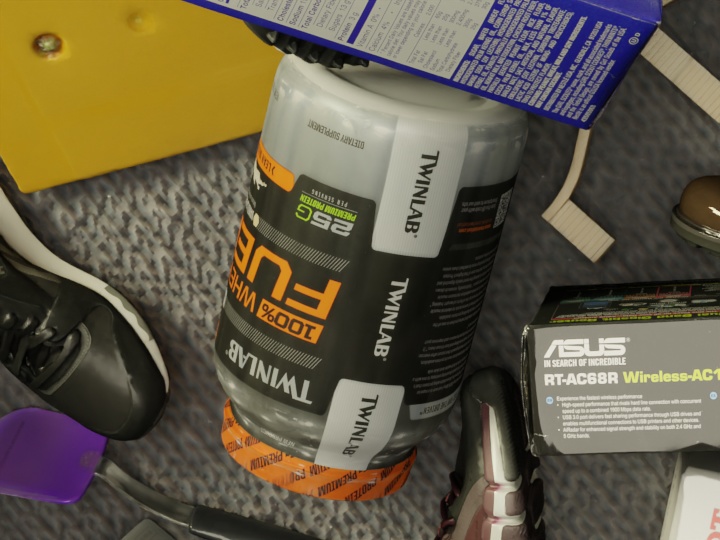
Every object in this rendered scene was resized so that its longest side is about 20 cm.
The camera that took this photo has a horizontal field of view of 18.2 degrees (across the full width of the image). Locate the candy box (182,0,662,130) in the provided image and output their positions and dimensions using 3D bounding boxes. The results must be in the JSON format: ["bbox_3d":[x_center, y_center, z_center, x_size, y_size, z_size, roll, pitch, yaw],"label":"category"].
[{"bbox_3d":[0.020,-0.165,0.938,0.199,0.170,0.077,17,137,-12],"label":"candy box"}]

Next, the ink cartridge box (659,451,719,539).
[{"bbox_3d":[0.236,0.177,1.074,0.199,0.084,0.147,11,97,7],"label":"ink cartridge box"}]

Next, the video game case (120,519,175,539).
[{"bbox_3d":[-0.062,0.215,1.077,0.200,0.182,0.023,40,107,4],"label":"video game case"}]

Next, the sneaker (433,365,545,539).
[{"bbox_3d":[0.033,0.150,1.111,0.115,0.076,0.201,-5,95,13],"label":"sneaker"}]

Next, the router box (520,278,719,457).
[{"bbox_3d":[0.179,0.041,1.038,0.199,0.150,0.062,-3,95,10],"label":"router box"}]

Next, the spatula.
[{"bbox_3d":[-0.100,0.118,1.150,0.199,0.057,0.021,20,141,0],"label":"spatula"}]

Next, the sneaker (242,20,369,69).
[{"bbox_3d":[0.010,-0.145,1.027,0.067,0.200,0.091,-53,58,39],"label":"sneaker"}]

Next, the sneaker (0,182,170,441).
[{"bbox_3d":[-0.187,0.020,1.120,0.200,0.088,0.076,43,120,6],"label":"sneaker"}]

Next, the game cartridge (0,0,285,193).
[{"bbox_3d":[-0.105,-0.129,1.079,0.199,0.033,0.177,-15,134,9],"label":"game cartridge"}]

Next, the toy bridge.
[{"bbox_3d":[0.156,-0.099,1.091,0.067,0.027,0.200,41,100,5],"label":"toy bridge"}]

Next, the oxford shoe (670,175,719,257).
[{"bbox_3d":[0.243,-0.044,1.048,0.199,0.073,0.085,-3,110,17],"label":"oxford shoe"}]

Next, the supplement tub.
[{"bbox_3d":[0.000,0.000,1.067,0.122,0.123,0.201,16,110,8],"label":"supplement tub"}]
